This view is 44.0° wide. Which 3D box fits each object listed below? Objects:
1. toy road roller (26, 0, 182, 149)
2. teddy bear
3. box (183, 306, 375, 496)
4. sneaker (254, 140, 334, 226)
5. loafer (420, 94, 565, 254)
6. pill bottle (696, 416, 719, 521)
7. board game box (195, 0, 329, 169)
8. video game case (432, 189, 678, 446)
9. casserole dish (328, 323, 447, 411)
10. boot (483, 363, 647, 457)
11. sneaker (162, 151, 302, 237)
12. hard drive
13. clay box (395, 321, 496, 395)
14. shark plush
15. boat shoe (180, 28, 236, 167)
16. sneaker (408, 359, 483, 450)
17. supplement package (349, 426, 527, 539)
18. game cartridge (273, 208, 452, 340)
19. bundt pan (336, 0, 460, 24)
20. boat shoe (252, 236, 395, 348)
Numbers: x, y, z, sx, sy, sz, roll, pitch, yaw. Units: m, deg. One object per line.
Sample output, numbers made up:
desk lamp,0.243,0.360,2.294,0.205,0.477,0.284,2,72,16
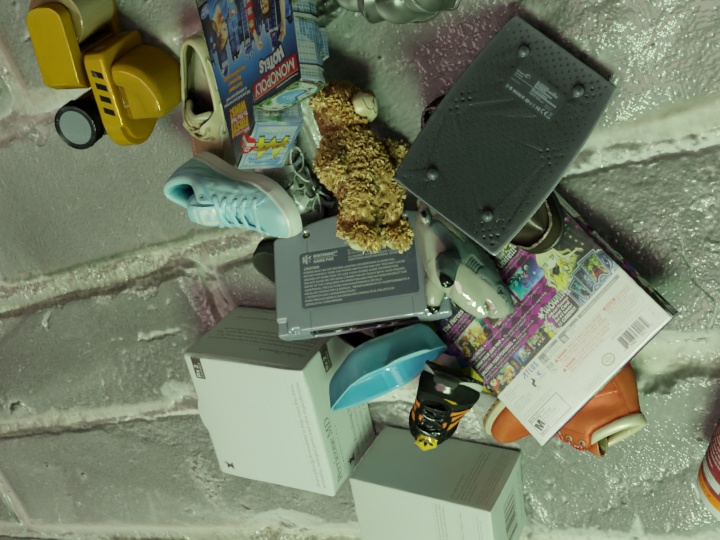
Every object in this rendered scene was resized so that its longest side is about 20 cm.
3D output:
toy road roller,-0.295,-0.251,1.075,0.143,0.123,0.203,-1,120,17
teddy bear,0.005,-0.111,0.941,0.066,0.143,0.204,-29,56,49
box,-0.105,0.171,1.199,0.197,0.131,0.202,4,120,30
sneaker,-0.068,-0.095,1.061,0.081,0.075,0.202,6,132,22
loafer,0.123,-0.094,0.901,0.200,0.071,0.073,48,117,15
pill bottle,0.411,0.157,0.873,0.111,0.113,0.203,19,126,21
board game box,-0.092,-0.215,0.914,0.199,0.061,0.204,-11,87,56
video game case,0.196,0.050,0.935,0.182,0.036,0.201,47,117,18
casserole dish,0.024,0.110,1.017,0.039,0.119,0.200,66,158,15
boot,0.223,0.165,0.988,0.199,0.074,0.109,-37,60,36
sneaker,-0.152,-0.071,1.023,0.198,0.082,0.075,24,143,39
hard drive,0.136,-0.126,0.846,0.134,0.201,0.042,36,173,7
clay box,0.123,0.074,1.049,0.197,0.048,0.117,19,127,23
shark plush,0.100,-0.040,0.946,0.082,0.203,0.091,-9,148,-9
boat shoe,-0.188,-0.189,1.075,0.071,0.065,0.203,20,126,21
sneaker,0.090,0.161,1.006,0.069,0.091,0.200,20,170,7
supplement package,0.102,0.296,1.152,0.197,0.117,0.119,6,122,29
game cartridge,0.000,0.000,1.001,0.196,0.041,0.136,-8,72,11
bundt pan,0.025,-0.328,0.849,0.199,0.076,0.205,16,126,23
boat shoe,-0.048,0.025,1.054,0.199,0.063,0.074,31,135,12
